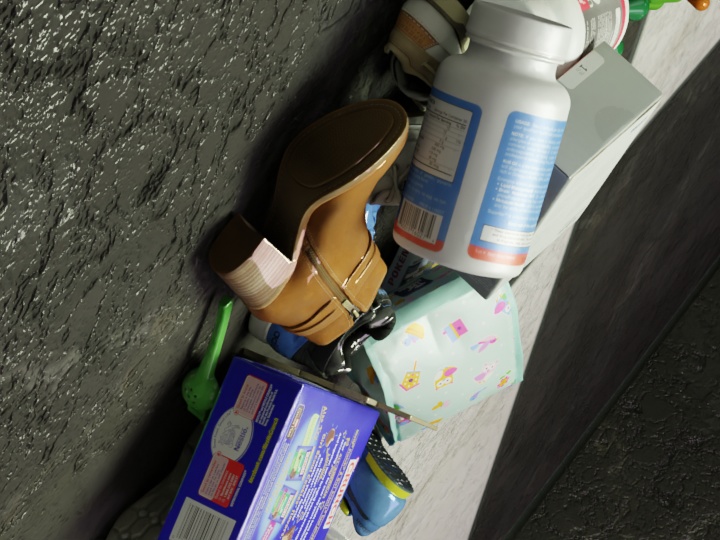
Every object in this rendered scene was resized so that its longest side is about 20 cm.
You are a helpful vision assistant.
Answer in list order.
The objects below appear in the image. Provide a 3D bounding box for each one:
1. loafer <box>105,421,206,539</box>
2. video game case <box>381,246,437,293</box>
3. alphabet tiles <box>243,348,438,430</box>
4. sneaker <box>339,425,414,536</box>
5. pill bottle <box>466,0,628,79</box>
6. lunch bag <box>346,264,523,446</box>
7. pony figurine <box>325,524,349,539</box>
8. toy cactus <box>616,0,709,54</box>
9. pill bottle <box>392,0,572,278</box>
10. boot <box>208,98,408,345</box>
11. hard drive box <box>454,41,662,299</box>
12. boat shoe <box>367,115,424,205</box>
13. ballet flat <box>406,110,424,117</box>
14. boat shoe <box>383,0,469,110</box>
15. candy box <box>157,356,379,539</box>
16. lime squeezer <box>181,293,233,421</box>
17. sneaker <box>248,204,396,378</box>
[{"bbox_3d":[-0.159,0.214,1.563,0.200,0.070,0.070,-50,153,-26],"label":"loafer"},{"bbox_3d":[0.079,-0.020,1.912,0.200,0.023,0.183,-27,146,-62],"label":"video game case"},{"bbox_3d":[-0.016,0.110,1.618,0.006,0.165,0.200,-68,165,-4],"label":"alphabet tiles"},{"bbox_3d":[-0.012,0.198,1.833,0.066,0.200,0.079,34,103,-31],"label":"sneaker"},{"bbox_3d":[0.164,-0.224,1.613,0.200,0.110,0.111,-32,150,-59],"label":"pill bottle"},{"bbox_3d":[0.071,0.067,1.784,0.169,0.122,0.200,-27,153,-9],"label":"lunch bag"},{"bbox_3d":[-0.083,0.234,1.730,0.199,0.166,0.194,-21,136,-39],"label":"pony figurine"},{"bbox_3d":[0.297,-0.282,1.967,0.164,0.102,0.201,-20,149,-50],"label":"toy cactus"},{"bbox_3d":[0.102,-0.105,1.403,0.112,0.111,0.202,-13,122,-67],"label":"pill bottle"},{"bbox_3d":[-0.011,-0.031,1.414,0.200,0.077,0.155,-48,139,2],"label":"boot"},{"bbox_3d":[0.168,-0.088,1.610,0.156,0.077,0.200,-40,168,-37],"label":"hard drive box"},{"bbox_3d":[0.031,-0.084,1.475,0.199,0.066,0.072,-7,127,-41],"label":"boat shoe"},{"bbox_3d":[0.062,-0.098,1.641,0.200,0.062,0.069,66,35,-65],"label":"ballet flat"},{"bbox_3d":[0.058,-0.174,1.489,0.068,0.075,0.200,-46,159,-5],"label":"boat shoe"},{"bbox_3d":[-0.075,0.175,1.536,0.170,0.076,0.200,-67,157,-3],"label":"candy box"},{"bbox_3d":[-0.121,0.098,1.510,0.071,0.037,0.201,-62,158,-27],"label":"lime squeezer"},{"bbox_3d":[0.000,0.000,1.555,0.201,0.111,0.077,-55,164,-10],"label":"sneaker"}]
